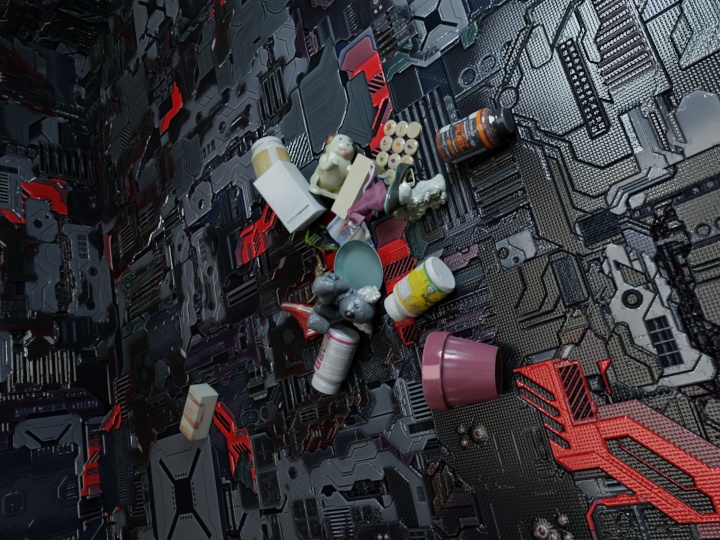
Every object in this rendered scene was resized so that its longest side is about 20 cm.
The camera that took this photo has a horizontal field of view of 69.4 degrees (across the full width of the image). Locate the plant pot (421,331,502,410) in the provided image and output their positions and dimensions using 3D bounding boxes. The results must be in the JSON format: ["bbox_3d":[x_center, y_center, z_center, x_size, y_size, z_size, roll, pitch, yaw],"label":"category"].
[{"bbox_3d":[0.269,0.260,1.343,0.175,0.199,0.205,-3,84,24],"label":"plant pot"}]

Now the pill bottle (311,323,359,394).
[{"bbox_3d":[-0.083,0.286,1.676,0.112,0.112,0.204,28,104,38],"label":"pill bottle"}]

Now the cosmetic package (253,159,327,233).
[{"bbox_3d":[-0.227,-0.244,1.720,0.122,0.199,0.201,-36,92,10],"label":"cosmetic package"}]

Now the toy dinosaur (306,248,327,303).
[{"bbox_3d":[-0.139,0.028,1.798,0.101,0.057,0.204,29,117,55],"label":"toy dinosaur"}]

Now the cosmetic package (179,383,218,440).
[{"bbox_3d":[-0.676,0.589,2.170,0.102,0.086,0.204,23,101,40],"label":"cosmetic package"}]

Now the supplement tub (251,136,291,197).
[{"bbox_3d":[-0.320,-0.373,1.917,0.144,0.143,0.203,-34,65,33],"label":"supplement tub"}]

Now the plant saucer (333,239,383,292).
[{"bbox_3d":[0.000,0.000,1.664,0.197,0.036,0.205,8,102,37],"label":"plant saucer"}]

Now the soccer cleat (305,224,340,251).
[{"bbox_3d":[-0.131,-0.112,1.766,0.199,0.066,0.083,21,105,53],"label":"soccer cleat"}]

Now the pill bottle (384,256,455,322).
[{"bbox_3d":[0.164,0.062,1.487,0.199,0.112,0.114,-39,63,30],"label":"pill bottle"}]

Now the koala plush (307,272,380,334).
[{"bbox_3d":[-0.039,0.103,1.612,0.196,0.184,0.181,15,110,13],"label":"koala plush"}]

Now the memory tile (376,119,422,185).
[{"bbox_3d":[0.112,-0.367,1.631,0.152,0.017,0.204,20,99,39],"label":"memory tile"}]

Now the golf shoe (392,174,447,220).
[{"bbox_3d":[0.175,-0.216,1.545,0.198,0.078,0.099,-20,49,38],"label":"golf shoe"}]

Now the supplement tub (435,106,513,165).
[{"bbox_3d":[0.309,-0.368,1.406,0.198,0.106,0.109,-18,75,38],"label":"supplement tub"}]

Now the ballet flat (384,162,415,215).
[{"bbox_3d":[0.121,-0.245,1.516,0.067,0.068,0.203,0,52,22],"label":"ballet flat"}]

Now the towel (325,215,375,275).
[{"bbox_3d":[-0.038,-0.107,1.732,0.147,0.024,0.202,-44,60,30],"label":"towel"}]

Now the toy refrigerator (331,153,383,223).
[{"bbox_3d":[-0.008,-0.260,1.669,0.076,0.069,0.203,36,105,38],"label":"toy refrigerator"}]

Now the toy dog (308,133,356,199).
[{"bbox_3d":[-0.080,-0.350,1.736,0.194,0.137,0.203,-113,44,-68],"label":"toy dog"}]

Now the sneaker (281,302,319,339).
[{"bbox_3d":[-0.207,0.176,1.817,0.197,0.078,0.118,6,88,42],"label":"sneaker"}]

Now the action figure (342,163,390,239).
[{"bbox_3d":[0.014,-0.198,1.593,0.199,0.149,0.135,-36,23,18],"label":"action figure"}]
